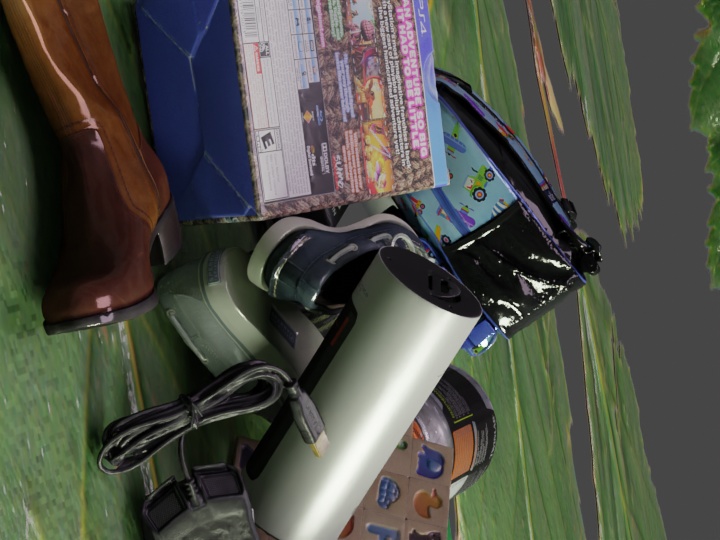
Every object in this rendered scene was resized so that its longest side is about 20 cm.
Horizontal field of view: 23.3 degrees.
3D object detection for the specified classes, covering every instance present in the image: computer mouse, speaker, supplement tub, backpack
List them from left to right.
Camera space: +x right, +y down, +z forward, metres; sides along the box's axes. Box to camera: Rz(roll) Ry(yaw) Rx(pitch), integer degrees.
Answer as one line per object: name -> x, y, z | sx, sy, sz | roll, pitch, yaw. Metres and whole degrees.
computer mouse -> -0.078, 0.148, 1.110 | 0.046, 0.140, 0.201 | 34, -31, 60
speaker -> -0.002, 0.084, 1.151 | 0.200, 0.081, 0.081 | -58, 172, 19
supplement tub -> 0.031, 0.139, 1.416 | 0.200, 0.122, 0.123 | -3, 86, -71
backpack -> 0.077, -0.057, 1.365 | 0.200, 0.134, 0.183 | 50, 9, -13

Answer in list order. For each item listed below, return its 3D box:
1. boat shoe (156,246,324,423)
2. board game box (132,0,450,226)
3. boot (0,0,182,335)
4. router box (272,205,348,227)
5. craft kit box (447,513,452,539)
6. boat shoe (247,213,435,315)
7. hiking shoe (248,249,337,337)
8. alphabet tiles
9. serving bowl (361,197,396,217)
boat shoe -> -0.073, 0.060, 1.213 | 0.201, 0.071, 0.070 | 56, 32, -39
board game box -> -0.044, -0.123, 1.216 | 0.200, 0.097, 0.160 | -12, 97, -47
boot -> -0.163, -0.078, 1.009 | 0.188, 0.068, 0.201 | -57, 136, -62
router box -> -0.056, -0.144, 1.351 | 0.149, 0.051, 0.201 | -61, 134, -60
craft kit box -> 0.042, 0.301, 1.513 | 0.200, 0.048, 0.199 | -16, 101, -71
boat shoe -> 0.000, 0.000, 1.203 | 0.075, 0.062, 0.200 | -59, 155, 11
hiking shoe -> -0.037, 0.037, 1.316 | 0.200, 0.076, 0.101 | -6, 110, -56
alphabet tiles -> -0.014, 0.168, 1.252 | 0.008, 0.166, 0.201 | 125, -24, -53
serving bowl -> 0.018, -0.115, 1.534 | 0.200, 0.065, 0.201 | -12, 90, -85
